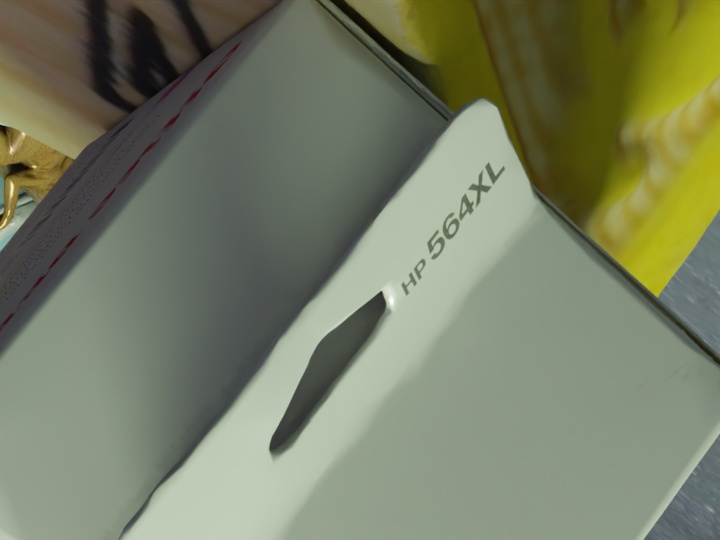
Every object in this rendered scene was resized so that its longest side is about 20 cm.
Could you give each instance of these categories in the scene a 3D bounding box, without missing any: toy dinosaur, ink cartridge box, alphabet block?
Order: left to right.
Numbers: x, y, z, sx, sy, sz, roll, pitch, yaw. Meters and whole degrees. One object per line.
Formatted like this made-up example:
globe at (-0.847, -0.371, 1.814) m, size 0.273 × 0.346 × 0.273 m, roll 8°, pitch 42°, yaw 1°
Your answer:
toy dinosaur at (-0.138, -0.077, 1.171) m, size 0.106 × 0.061 × 0.200 m, roll -1°, pitch 138°, yaw -13°
ink cartridge box at (-0.025, 0.040, 0.609) m, size 0.125 × 0.129 × 0.200 m, roll 41°, pitch 162°, yaw -10°
alphabet block at (0.004, -0.120, 0.679) m, size 0.200 × 0.196 × 0.197 m, roll 26°, pitch 160°, yaw 30°

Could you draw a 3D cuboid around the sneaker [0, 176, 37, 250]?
sneaker at (-0.166, -0.049, 1.366) m, size 0.131 × 0.079 × 0.200 m, roll 58°, pitch -179°, yaw 10°
